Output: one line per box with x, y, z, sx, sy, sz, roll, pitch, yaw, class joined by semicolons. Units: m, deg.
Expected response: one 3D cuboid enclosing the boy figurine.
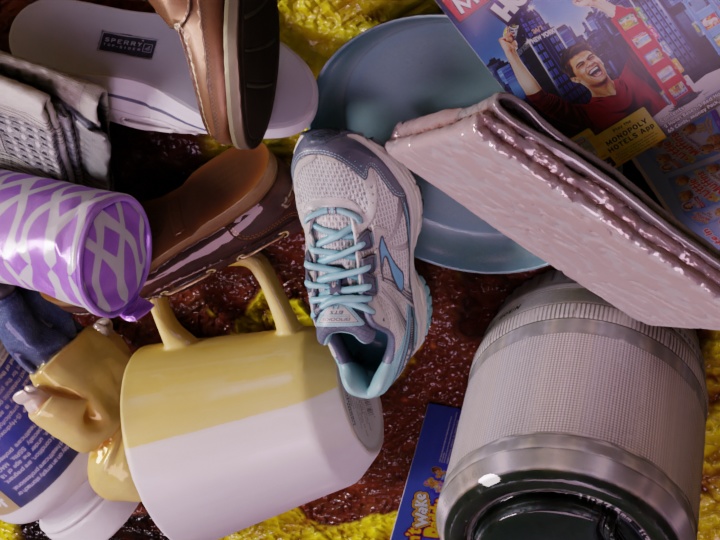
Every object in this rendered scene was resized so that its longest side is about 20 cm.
-0.202;0.079;1.145;0.064;0.124;0.200;-23;109;28;boy figurine

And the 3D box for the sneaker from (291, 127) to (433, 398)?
0.000;0.000;1.010;0.077;0.086;0.200;1;134;23;sneaker

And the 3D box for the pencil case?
-0.229;-0.020;1.038;0.199;0.084;0.086;10;120;32;pencil case

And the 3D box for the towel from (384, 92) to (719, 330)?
0.120;-0.030;0.902;0.200;0.032;0.191;34;173;-11;towel

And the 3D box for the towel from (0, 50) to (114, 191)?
-0.252;-0.097;1.020;0.199;0.035;0.193;18;159;0;towel

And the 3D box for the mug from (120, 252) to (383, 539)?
-0.076;0.096;1.119;0.153;0.150;0.187;-15;131;18;mug

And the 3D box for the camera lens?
0.141;0.115;1.025;0.159;0.200;0.160;9;132;10;camera lens

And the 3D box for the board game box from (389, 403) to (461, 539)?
0.046;0.215;1.141;0.045;0.200;0.135;10;132;8;board game box

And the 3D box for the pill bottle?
-0.260;0.121;1.206;0.120;0.120;0.200;-28;117;34;pill bottle

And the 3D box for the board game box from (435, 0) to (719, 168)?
0.145;-0.178;0.847;0.200;0.062;0.200;-31;113;22;board game box

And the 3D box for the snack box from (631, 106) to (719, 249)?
0.234;-0.036;0.986;0.072;0.024;0.200;-20;122;33;snack box

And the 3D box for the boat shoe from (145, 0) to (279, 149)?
-0.091;-0.169;0.914;0.068;0.072;0.201;0;102;15;boat shoe

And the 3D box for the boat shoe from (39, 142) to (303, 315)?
-0.122;-0.015;1.068;0.200;0.071;0.070;-23;141;23;boat shoe

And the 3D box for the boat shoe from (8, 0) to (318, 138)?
-0.119;-0.121;0.996;0.199;0.074;0.065;18;160;11;boat shoe

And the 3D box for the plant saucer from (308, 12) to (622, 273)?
0.065;-0.081;0.987;0.199;0.027;0.201;12;136;12;plant saucer
